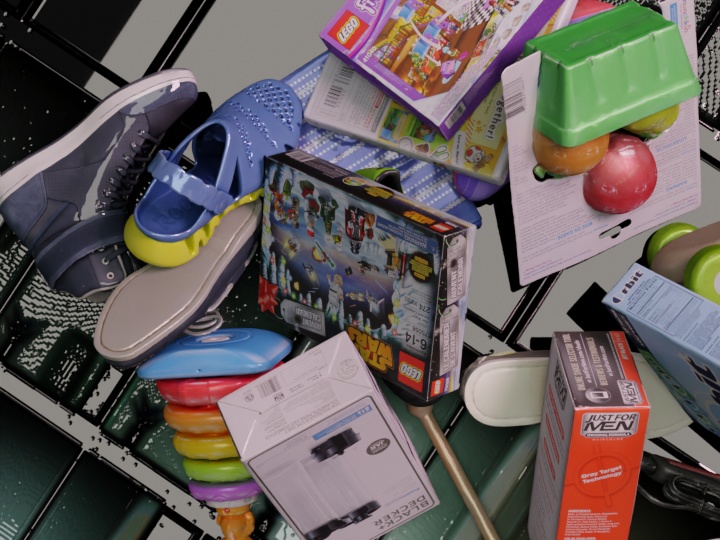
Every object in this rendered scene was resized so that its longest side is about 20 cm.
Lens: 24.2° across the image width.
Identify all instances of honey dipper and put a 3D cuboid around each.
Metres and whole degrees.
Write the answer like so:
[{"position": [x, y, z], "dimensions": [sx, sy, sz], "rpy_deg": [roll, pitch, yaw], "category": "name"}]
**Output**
[{"position": [0.093, 0.189, 1.393], "dimensions": [0.038, 0.038, 0.201], "rpy_deg": [-27, 83, 0], "category": "honey dipper"}]

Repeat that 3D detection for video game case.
[{"position": [0.070, -0.188, 1.383], "dimensions": [0.181, 0.023, 0.201], "rpy_deg": [19, 80, 21], "category": "video game case"}]

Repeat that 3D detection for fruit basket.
[{"position": [0.192, -0.105, 1.336], "dimensions": [0.184, 0.201, 0.094], "rpy_deg": [-24, 42, -19], "category": "fruit basket"}]

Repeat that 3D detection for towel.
[{"position": [-0.005, -0.085, 1.416], "dimensions": [0.144, 0.024, 0.201], "rpy_deg": [-32, 86, -1], "category": "towel"}]

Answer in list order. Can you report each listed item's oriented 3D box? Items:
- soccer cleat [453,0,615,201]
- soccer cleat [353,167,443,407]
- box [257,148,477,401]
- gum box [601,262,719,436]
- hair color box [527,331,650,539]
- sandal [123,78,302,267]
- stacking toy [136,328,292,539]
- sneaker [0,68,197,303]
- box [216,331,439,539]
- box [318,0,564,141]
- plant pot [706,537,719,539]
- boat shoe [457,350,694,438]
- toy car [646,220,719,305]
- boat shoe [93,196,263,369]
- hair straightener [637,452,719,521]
[{"position": [0.151, -0.138, 1.382], "dimensions": [0.200, 0.076, 0.067], "rpy_deg": [-52, 130, -5], "category": "soccer cleat"}, {"position": [0.030, 0.014, 1.354], "dimensions": [0.067, 0.081, 0.201], "rpy_deg": [-18, 91, -23], "category": "soccer cleat"}, {"position": [0.000, 0.000, 1.313], "dimensions": [0.199, 0.040, 0.138], "rpy_deg": [25, 121, 40], "category": "box"}, {"position": [0.290, 0.091, 1.244], "dimensions": [0.045, 0.200, 0.170], "rpy_deg": [-47, 127, -7], "category": "gum box"}, {"position": [0.175, 0.157, 1.309], "dimensions": [0.061, 0.102, 0.201], "rpy_deg": [-1, 123, -4], "category": "hair color box"}, {"position": [-0.110, -0.090, 1.341], "dimensions": [0.079, 0.087, 0.200], "rpy_deg": [29, 54, 12], "category": "sandal"}, {"position": [-0.108, 0.153, 1.376], "dimensions": [0.115, 0.110, 0.201], "rpy_deg": [-4, 98, 11], "category": "stacking toy"}, {"position": [-0.191, -0.061, 1.387], "dimensions": [0.202, 0.077, 0.147], "rpy_deg": [-35, 76, 8], "category": "sneaker"}, {"position": [-0.021, 0.145, 1.317], "dimensions": [0.116, 0.200, 0.060], "rpy_deg": [-28, 53, -1], "category": "box"}, {"position": [0.081, -0.223, 1.357], "dimensions": [0.137, 0.039, 0.200], "rpy_deg": [40, 88, 23], "category": "box"}, {"position": [0.284, 0.306, 1.329], "dimensions": [0.199, 0.134, 0.202], "rpy_deg": [0, 87, 1], "category": "plant pot"}, {"position": [0.179, 0.097, 1.377], "dimensions": [0.200, 0.060, 0.073], "rpy_deg": [3, 95, -8], "category": "boat shoe"}, {"position": [0.332, 0.052, 1.340], "dimensions": [0.157, 0.164, 0.201], "rpy_deg": [-20, 99, 1], "category": "toy car"}, {"position": [-0.143, 0.014, 1.353], "dimensions": [0.074, 0.062, 0.200], "rpy_deg": [17, 50, 19], "category": "boat shoe"}, {"position": [0.296, 0.182, 1.352], "dimensions": [0.199, 0.077, 0.041], "rpy_deg": [23, 108, -6], "category": "hair straightener"}]
